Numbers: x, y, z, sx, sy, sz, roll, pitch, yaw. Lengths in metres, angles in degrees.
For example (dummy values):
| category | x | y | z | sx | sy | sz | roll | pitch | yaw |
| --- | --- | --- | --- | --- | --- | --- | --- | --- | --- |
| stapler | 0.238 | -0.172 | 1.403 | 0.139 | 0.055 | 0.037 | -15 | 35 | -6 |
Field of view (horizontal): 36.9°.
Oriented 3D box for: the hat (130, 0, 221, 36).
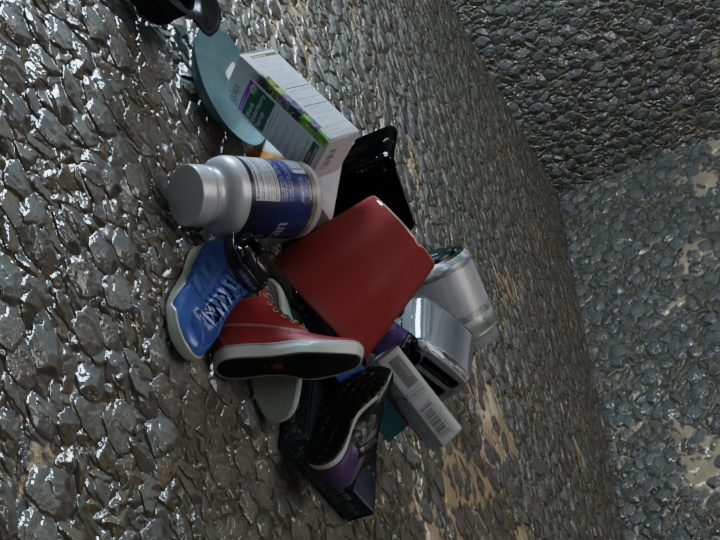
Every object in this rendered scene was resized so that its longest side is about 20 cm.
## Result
| category | x | y | z | sx | sy | sz | roll | pitch | yaw |
| --- | --- | --- | --- | --- | --- | --- | --- | --- | --- |
| hat | -0.290 | -0.409 | 1.545 | 0.201 | 0.081 | 0.201 | 52 | 20 | -27 |

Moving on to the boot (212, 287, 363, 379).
| category | x | y | z | sx | sy | sz | roll | pitch | yaw |
| --- | --- | --- | --- | --- | --- | --- | --- | --- | --- |
| boot | -0.097 | 0.070 | 1.440 | 0.073 | 0.199 | 0.145 | 102 | -14 | -50 |

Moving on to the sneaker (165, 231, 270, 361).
| category | x | y | z | sx | sy | sz | roll | pitch | yaw |
| --- | --- | --- | --- | --- | --- | --- | --- | --- | --- |
| sneaker | -0.175 | 0.024 | 1.375 | 0.077 | 0.111 | 0.200 | 57 | 24 | -30 |

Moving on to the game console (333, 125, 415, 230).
| category | x | y | z | sx | sy | sz | roll | pitch | yaw |
| --- | --- | --- | --- | --- | --- | --- | --- | --- | --- |
| game console | -0.013 | -0.127 | 1.806 | 0.117 | 0.199 | 0.176 | 59 | 22 | -28 |

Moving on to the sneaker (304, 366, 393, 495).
| category | x | y | z | sx | sy | sz | roll | pitch | yaw |
| --- | --- | --- | --- | --- | --- | --- | --- | --- | --- |
| sneaker | -0.006 | 0.225 | 1.516 | 0.200 | 0.075 | 0.088 | -54 | 130 | -38 |

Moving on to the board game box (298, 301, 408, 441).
| category | x | y | z | sx | sy | sz | roll | pitch | yaw |
| --- | --- | --- | --- | --- | --- | --- | --- | --- | --- |
| board game box | -0.019 | 0.154 | 1.651 | 0.200 | 0.045 | 0.152 | 53 | -5 | -36 |

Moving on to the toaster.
| category | x | y | z | sx | sy | sz | roll | pitch | yaw |
| --- | --- | --- | --- | --- | --- | --- | --- | --- | --- |
| toaster | 0.135 | 0.152 | 2.014 | 0.200 | 0.113 | 0.130 | 40 | 36 | -25 |

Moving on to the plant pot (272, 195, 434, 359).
| category | x | y | z | sx | sy | sz | roll | pitch | yaw |
| --- | --- | --- | --- | --- | --- | --- | --- | --- | --- |
| plant pot | 0.000 | 0.000 | 1.590 | 0.201 | 0.177 | 0.200 | 48 | -3 | 3 |

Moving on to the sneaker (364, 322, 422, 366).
| category | x | y | z | sx | sy | sz | roll | pitch | yaw |
| --- | --- | --- | --- | --- | --- | --- | --- | --- | --- |
| sneaker | 0.058 | 0.146 | 1.795 | 0.076 | 0.087 | 0.200 | -59 | 164 | -16 |

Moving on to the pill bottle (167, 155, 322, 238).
| category | x | y | z | sx | sy | sz | roll | pitch | yaw |
| --- | --- | --- | --- | --- | --- | --- | --- | --- | --- |
| pill bottle | -0.158 | -0.099 | 1.477 | 0.199 | 0.111 | 0.112 | -1 | 70 | -44 |

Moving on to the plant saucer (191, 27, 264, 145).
| category | x | y | z | sx | sy | sz | roll | pitch | yaw |
| --- | --- | --- | --- | --- | --- | --- | --- | --- | --- |
| plant saucer | -0.213 | -0.282 | 1.674 | 0.201 | 0.039 | 0.202 | 53 | 25 | -38 |

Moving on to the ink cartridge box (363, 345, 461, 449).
| category | x | y | z | sx | sy | sz | roll | pitch | yaw |
| --- | --- | --- | --- | --- | --- | --- | --- | --- | --- |
| ink cartridge box | 0.063 | 0.207 | 1.684 | 0.160 | 0.047 | 0.200 | 51 | -21 | 1 |

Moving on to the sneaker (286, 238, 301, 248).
| category | x | y | z | sx | sy | sz | roll | pitch | yaw |
| --- | --- | --- | --- | --- | --- | --- | --- | --- | --- |
| sneaker | -0.059 | 0.031 | 1.746 | 0.201 | 0.060 | 0.104 | 65 | 5 | 13 |

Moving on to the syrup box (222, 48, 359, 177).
| category | x | y | z | sx | sy | sz | roll | pitch | yaw |
| --- | --- | --- | --- | --- | --- | --- | --- | --- | --- |
| syrup box | -0.105 | -0.232 | 1.592 | 0.200 | 0.079 | 0.081 | 45 | 38 | 16 |

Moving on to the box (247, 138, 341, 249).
| category | x | y | z | sx | sy | sz | roll | pitch | yaw |
| --- | --- | --- | --- | --- | --- | --- | --- | --- | --- |
| box | -0.109 | -0.146 | 1.687 | 0.098 | 0.124 | 0.200 | 56 | 24 | -30 |

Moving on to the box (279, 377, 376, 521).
| category | x | y | z | sx | sy | sz | roll | pitch | yaw |
| --- | --- | --- | --- | --- | --- | --- | --- | --- | --- |
| box | -0.042 | 0.248 | 1.588 | 0.200 | 0.051 | 0.158 | 54 | 26 | -34 |

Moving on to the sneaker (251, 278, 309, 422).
| category | x | y | z | sx | sy | sz | roll | pitch | yaw |
| --- | --- | --- | --- | --- | --- | --- | --- | --- | --- |
| sneaker | -0.105 | 0.119 | 1.523 | 0.118 | 0.073 | 0.202 | 44 | 37 | -68 |

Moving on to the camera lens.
| category | x | y | z | sx | sy | sz | roll | pitch | yaw |
| --- | --- | --- | --- | --- | --- | --- | --- | --- | --- |
| camera lens | 0.173 | 0.062 | 2.157 | 0.201 | 0.159 | 0.160 | 66 | 21 | -9 |
